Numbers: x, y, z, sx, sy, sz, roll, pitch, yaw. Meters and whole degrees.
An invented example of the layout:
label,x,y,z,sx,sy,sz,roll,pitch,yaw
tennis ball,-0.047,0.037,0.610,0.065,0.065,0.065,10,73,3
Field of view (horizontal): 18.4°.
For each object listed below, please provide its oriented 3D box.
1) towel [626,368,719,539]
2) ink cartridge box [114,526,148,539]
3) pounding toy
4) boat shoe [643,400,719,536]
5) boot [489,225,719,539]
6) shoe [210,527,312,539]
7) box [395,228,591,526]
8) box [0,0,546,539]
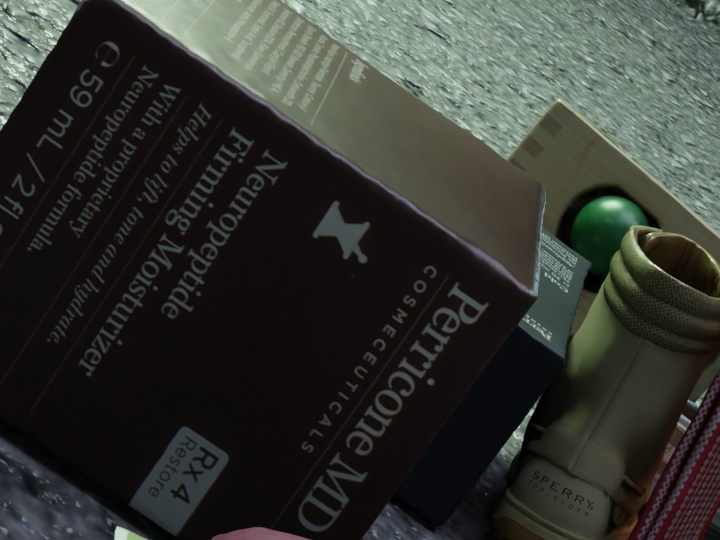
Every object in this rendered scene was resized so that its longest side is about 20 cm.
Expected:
label,x,y,z,sx,sy,sz,roll,pitch,yaw
towel,0.175,0.081,1.087,0.022,0.146,0.200,28,2,16
ink cartridge box,-0.008,0.179,0.646,0.199,0.076,0.148,31,18,-12
pounding toy,0.132,-0.002,1.341,0.184,0.142,0.200,42,7,17
boat shoe,0.215,0.110,1.217,0.200,0.065,0.074,22,18,-1
boot,0.129,0.055,1.085,0.072,0.156,0.200,27,10,11
shoe,0.026,0.159,0.769,0.199,0.072,0.091,29,22,-12
box,0.000,0.000,1.082,0.199,0.104,0.182,36,16,1
box,-0.052,-0.006,0.890,0.199,0.166,0.164,34,16,-4
